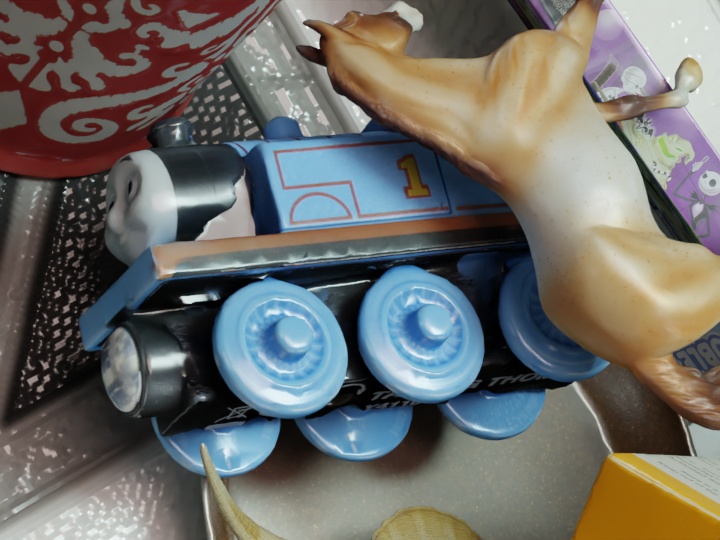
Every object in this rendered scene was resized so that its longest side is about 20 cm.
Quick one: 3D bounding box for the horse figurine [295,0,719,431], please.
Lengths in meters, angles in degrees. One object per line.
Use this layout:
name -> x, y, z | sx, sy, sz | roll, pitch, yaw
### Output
horse figurine -> 0.085, -0.023, 0.950 | 0.132, 0.050, 0.201 | -22, 75, -35

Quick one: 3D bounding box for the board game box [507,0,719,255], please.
board game box -> 0.078, -0.089, 1.062 | 0.032, 0.120, 0.200 | -35, 93, 7

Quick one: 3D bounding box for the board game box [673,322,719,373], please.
board game box -> 0.223, -0.036, 1.069 | 0.199, 0.200, 0.043 | -42, 97, -31

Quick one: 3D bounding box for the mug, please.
mug -> -0.089, -0.114, 0.935 | 0.177, 0.200, 0.134 | -24, 87, -31

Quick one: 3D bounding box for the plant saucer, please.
plant saucer -> 0.030, 0.083, 1.032 | 0.199, 0.034, 0.202 | 8, 71, -25

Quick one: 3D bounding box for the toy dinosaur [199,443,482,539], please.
toy dinosaur -> 0.019, 0.123, 0.973 | 0.199, 0.058, 0.102 | 14, 55, -33

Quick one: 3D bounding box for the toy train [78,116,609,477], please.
toy train -> 0.000, 0.000, 0.978 | 0.199, 0.087, 0.115 | -6, 69, -28

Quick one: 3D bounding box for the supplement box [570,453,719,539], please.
supplement box -> 0.134, 0.133, 0.955 | 0.200, 0.073, 0.127 | 7, 107, -54
